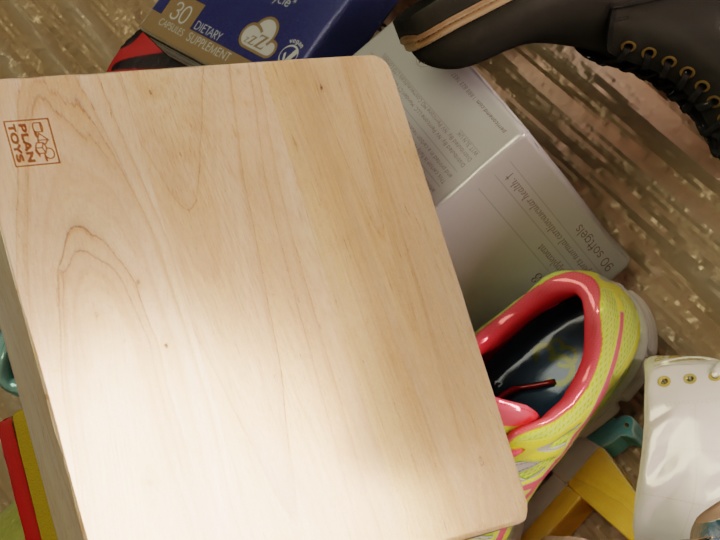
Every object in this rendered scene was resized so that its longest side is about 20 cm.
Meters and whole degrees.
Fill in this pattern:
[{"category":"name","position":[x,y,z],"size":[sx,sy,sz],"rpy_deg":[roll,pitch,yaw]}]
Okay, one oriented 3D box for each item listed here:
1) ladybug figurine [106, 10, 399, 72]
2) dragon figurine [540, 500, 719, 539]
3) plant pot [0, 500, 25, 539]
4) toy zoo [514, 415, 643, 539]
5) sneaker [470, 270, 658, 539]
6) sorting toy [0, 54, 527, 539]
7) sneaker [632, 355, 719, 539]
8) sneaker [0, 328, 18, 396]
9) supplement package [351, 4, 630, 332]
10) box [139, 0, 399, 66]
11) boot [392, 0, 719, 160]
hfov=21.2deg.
[{"category":"ladybug figurine","position":[-0.060,-0.095,1.009],"size":[0.200,0.072,0.136],"rpy_deg":[-6,64,26]},{"category":"dragon figurine","position":[0.157,0.143,0.742],"size":[0.200,0.059,0.100],"rpy_deg":[-6,99,28]},{"category":"plant pot","position":[-0.125,0.177,0.799],"size":[0.184,0.200,0.200],"rpy_deg":[-47,51,26]},{"category":"toy zoo","position":[0.056,0.142,0.862],"size":[0.200,0.020,0.131],"rpy_deg":[-47,54,0]},{"category":"sneaker","position":[0.046,0.075,0.824],"size":[0.078,0.090,0.200],"rpy_deg":[34,85,21]},{"category":"sorting toy","position":[-0.055,0.027,0.741],"size":[0.070,0.199,0.200],"rpy_deg":[-28,75,49]},{"category":"sneaker","position":[0.178,0.036,0.807],"size":[0.115,0.074,0.200],"rpy_deg":[17,76,21]},{"category":"sneaker","position":[-0.106,0.001,0.955],"size":[0.078,0.086,0.200],"rpy_deg":[46,112,-3]},{"category":"supplement package","position":[0.000,0.000,0.895],"size":[0.200,0.117,0.117],"rpy_deg":[-41,46,5]},{"category":"box","position":[-0.011,-0.174,0.951],"size":[0.121,0.032,0.200],"rpy_deg":[31,81,43]},{"category":"boot","position":[0.127,-0.089,0.837],"size":[0.200,0.138,0.077],"rpy_deg":[-21,12,-8]}]
